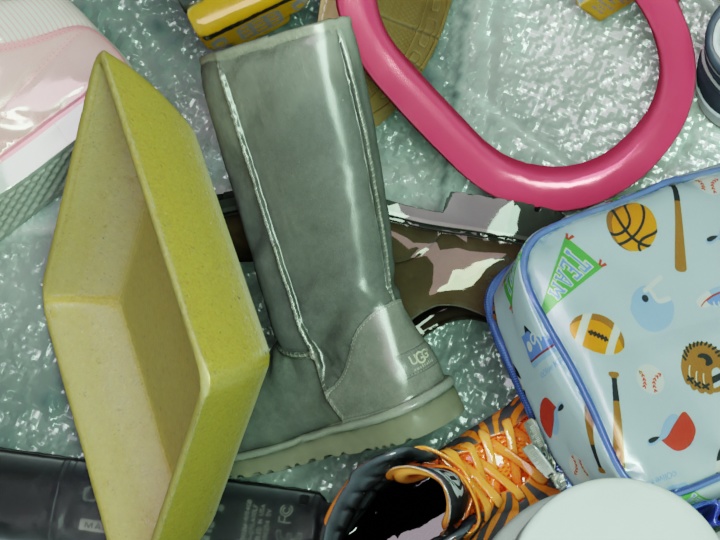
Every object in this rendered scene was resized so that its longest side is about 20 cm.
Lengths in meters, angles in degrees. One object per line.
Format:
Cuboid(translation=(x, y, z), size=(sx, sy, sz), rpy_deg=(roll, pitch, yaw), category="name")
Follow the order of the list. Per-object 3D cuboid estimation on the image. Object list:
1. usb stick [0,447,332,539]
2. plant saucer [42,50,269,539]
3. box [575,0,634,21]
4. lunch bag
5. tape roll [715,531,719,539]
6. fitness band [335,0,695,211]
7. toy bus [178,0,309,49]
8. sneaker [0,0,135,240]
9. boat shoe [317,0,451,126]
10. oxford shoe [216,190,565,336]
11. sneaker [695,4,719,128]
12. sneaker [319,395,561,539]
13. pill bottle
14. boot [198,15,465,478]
Cuboid(translation=(-0.111, 0.128, 1.244), size=(0.198, 0.033, 0.056), rpy_deg=(6, 71, 13), category="usb stick")
Cuboid(translation=(-0.098, 0.030, 1.181), size=(0.048, 0.201, 0.201), rpy_deg=(-5, 54, -21), category="plant saucer")
Cuboid(translation=(0.177, -0.230, 1.245), size=(0.199, 0.041, 0.120), rpy_deg=(-31, 72, 20), category="box")
Cuboid(translation=(0.162, 0.039, 1.154), size=(0.199, 0.076, 0.161), rpy_deg=(-19, 74, -24), category="lunch bag")
Cuboid(translation=(0.249, 0.139, 1.082), size=(0.201, 0.202, 0.071), rpy_deg=(-12, 75, 8), category="tape roll")
Cuboid(translation=(0.077, -0.123, 1.220), size=(0.143, 0.037, 0.200), rpy_deg=(-42, 102, 11), category="fitness band")
Cuboid(translation=(-0.088, -0.212, 1.297), size=(0.065, 0.078, 0.201), rpy_deg=(-24, 73, 4), category="toy bus")
Cuboid(translation=(-0.214, -0.071, 1.289), size=(0.200, 0.075, 0.105), rpy_deg=(-35, 77, -7), category="sneaker")
Cuboid(translation=(0.009, -0.174, 1.279), size=(0.069, 0.074, 0.202), rpy_deg=(16, 88, 38), category="boat shoe")
Cuboid(translation=(0.000, 0.000, 1.234), size=(0.198, 0.073, 0.085), rpy_deg=(7, 85, 15), category="oxford shoe")
Cuboid(translation=(0.261, -0.105, 1.187), size=(0.198, 0.109, 0.071), rpy_deg=(-3, 77, 10), category="sneaker")
Cuboid(translation=(0.066, 0.102, 1.173), size=(0.199, 0.112, 0.078), rpy_deg=(-38, 73, 0), category="sneaker")
Cuboid(translation=(0.097, 0.161, 1.070), size=(0.112, 0.200, 0.114), rpy_deg=(2, 70, -5), category="pill bottle")
Cuboid(translation=(-0.042, -0.009, 1.179), size=(0.181, 0.072, 0.201), rpy_deg=(-18, 99, 39), category="boot")
